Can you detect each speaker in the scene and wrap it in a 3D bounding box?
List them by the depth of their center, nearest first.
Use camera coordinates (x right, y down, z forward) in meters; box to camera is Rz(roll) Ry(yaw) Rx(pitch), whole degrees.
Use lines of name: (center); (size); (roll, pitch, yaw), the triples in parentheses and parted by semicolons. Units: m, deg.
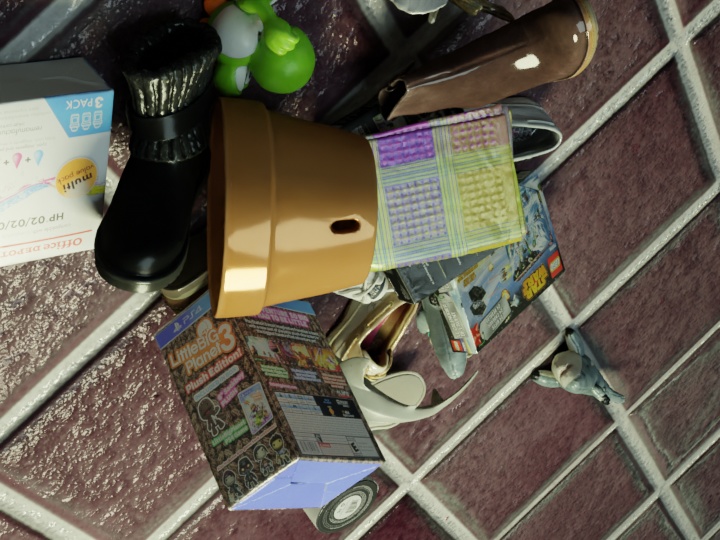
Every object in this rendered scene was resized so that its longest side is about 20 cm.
speaker: (-0.067, 0.189, 1.417); (0.081, 0.200, 0.081); (-26, 142, -22)

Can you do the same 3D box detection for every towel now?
towel: (0.072, -0.080, 1.296); (0.199, 0.023, 0.144); (-14, 103, -15)

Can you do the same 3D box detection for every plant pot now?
plant pot: (-0.065, -0.056, 1.180); (0.140, 0.200, 0.201); (1, 126, -12)

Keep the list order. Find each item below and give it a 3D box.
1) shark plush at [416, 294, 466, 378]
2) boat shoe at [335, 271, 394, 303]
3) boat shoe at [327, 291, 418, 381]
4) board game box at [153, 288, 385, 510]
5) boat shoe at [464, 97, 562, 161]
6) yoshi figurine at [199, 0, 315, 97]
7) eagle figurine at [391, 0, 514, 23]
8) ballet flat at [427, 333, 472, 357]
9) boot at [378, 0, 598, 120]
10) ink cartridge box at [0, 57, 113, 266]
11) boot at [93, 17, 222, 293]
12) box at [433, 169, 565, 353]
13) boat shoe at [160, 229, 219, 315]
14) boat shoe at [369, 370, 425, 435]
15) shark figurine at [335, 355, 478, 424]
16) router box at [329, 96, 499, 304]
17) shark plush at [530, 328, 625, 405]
shark plush: (0.100, 0.020, 1.481); (0.083, 0.091, 0.201); (-63, 153, -58)
boat shoe: (0.000, 0.000, 1.376); (0.071, 0.070, 0.200); (-49, 159, 19)
boat shoe: (0.004, 0.094, 1.500); (0.074, 0.069, 0.200); (5, 119, -43)
board game box: (-0.090, 0.128, 1.289); (0.097, 0.200, 0.159); (-37, 153, 22)
boat shoe: (0.138, -0.144, 1.417); (0.200, 0.069, 0.072); (-6, 127, -37)
yoshi figurine: (-0.071, -0.238, 1.127); (0.112, 0.112, 0.200); (-16, 136, -40)
eagle figurine: (0.091, -0.338, 1.175); (0.151, 0.151, 0.200); (-5, 137, -26)
ballet flat: (0.140, 0.022, 1.563); (0.069, 0.069, 0.200); (-10, 128, -36)
boot: (0.118, -0.191, 1.216); (0.166, 0.073, 0.200); (-19, 177, -20)
ink cartridge box: (-0.283, -0.074, 1.106); (0.115, 0.068, 0.200); (-13, 131, -33)
boot: (-0.174, -0.101, 1.095); (0.079, 0.211, 0.158); (11, 136, -2)
box: (0.155, -0.013, 1.478); (0.200, 0.040, 0.137); (-37, 116, -41)
boat shoe: (-0.114, -0.023, 1.306); (0.200, 0.072, 0.068); (-28, 142, -6)
boat shoe: (-0.011, 0.183, 1.586); (0.200, 0.057, 0.067); (-34, 104, -20)
shark figurine: (0.014, 0.123, 1.400); (0.214, 0.128, 0.090); (20, 133, -3)
router box: (0.062, -0.088, 1.335); (0.149, 0.051, 0.200); (-32, 106, -15)
shark plush: (0.318, 0.168, 1.829); (0.091, 0.083, 0.200); (-45, 141, -2)
